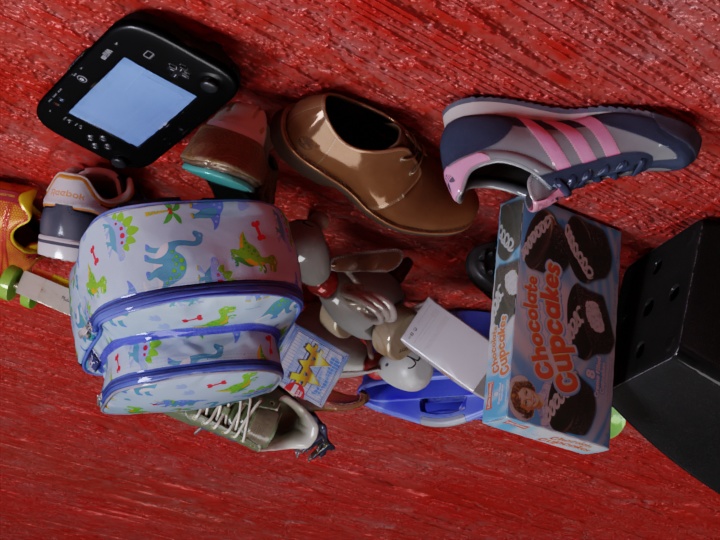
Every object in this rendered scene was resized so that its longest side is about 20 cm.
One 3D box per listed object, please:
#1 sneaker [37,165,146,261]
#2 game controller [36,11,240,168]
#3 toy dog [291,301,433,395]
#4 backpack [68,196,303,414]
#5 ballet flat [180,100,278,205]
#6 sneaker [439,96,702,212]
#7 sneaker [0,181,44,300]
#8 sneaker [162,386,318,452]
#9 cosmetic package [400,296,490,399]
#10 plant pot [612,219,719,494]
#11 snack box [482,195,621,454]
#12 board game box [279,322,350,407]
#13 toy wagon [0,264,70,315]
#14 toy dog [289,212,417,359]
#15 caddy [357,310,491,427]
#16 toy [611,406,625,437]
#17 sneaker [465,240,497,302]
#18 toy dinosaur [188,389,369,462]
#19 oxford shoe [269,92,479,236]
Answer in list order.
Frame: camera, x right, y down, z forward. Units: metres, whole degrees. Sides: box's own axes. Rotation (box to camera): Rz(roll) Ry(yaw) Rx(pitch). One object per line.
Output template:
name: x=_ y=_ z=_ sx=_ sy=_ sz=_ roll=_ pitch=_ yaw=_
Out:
sneaker: x=-0.221 y=-0.050 z=1.306 sx=0.078 sy=0.080 sz=0.200 roll=8 pitch=-177 yaw=10
game controller: x=-0.173 y=-0.134 z=1.122 sx=0.104 sy=0.042 sz=0.200 roll=18 pitch=154 yaw=-28
toy dog: x=-0.022 y=0.068 z=1.485 sx=0.199 sy=0.132 sz=0.097 roll=-12 pitch=132 yaw=28
backpack: x=-0.132 y=0.029 z=1.151 sx=0.181 sy=0.148 sz=0.200 roll=-5 pitch=161 yaw=-15
ballet flat: x=-0.094 y=-0.090 z=1.147 sx=0.067 sy=0.073 sz=0.200 roll=19 pitch=174 yaw=9
sneaker: x=0.159 y=-0.079 z=1.117 sx=0.198 sy=0.083 sz=0.070 roll=3 pitch=158 yaw=5
sneaker: x=-0.328 y=-0.019 z=1.396 sx=0.076 sy=0.074 sz=0.200 roll=9 pitch=158 yaw=-3
sneaker: x=-0.113 y=0.126 z=1.369 sx=0.090 sy=0.067 sz=0.200 roll=30 pitch=-176 yaw=36
cosmetic package: x=0.099 y=0.079 z=1.353 sx=0.082 sy=0.051 sz=0.200 roll=33 pitch=179 yaw=16
plant pot: x=0.330 y=0.067 z=1.305 sx=0.176 sy=0.201 sz=0.200 roll=23 pitch=154 yaw=-14
snack box: x=0.167 y=0.046 z=1.262 sx=0.116 sy=0.202 sz=0.037 roll=18 pitch=157 yaw=-29
board game box: x=-0.119 y=0.052 z=1.405 sx=0.199 sy=0.062 sz=0.200 roll=26 pitch=175 yaw=32
toy wagon: x=-0.250 y=0.042 z=1.389 sx=0.154 sy=0.040 sz=0.200 roll=23 pitch=175 yaw=6
toy dog: x=0.000 y=0.000 z=1.334 sx=0.131 sy=0.097 sz=0.200 roll=28 pitch=165 yaw=14
caddy: x=0.093 y=0.117 z=1.575 sx=0.199 sy=0.106 sz=0.141 roll=-6 pitch=154 yaw=28
toy: x=0.206 y=0.105 z=1.434 sx=0.114 sy=0.048 sz=0.200 roll=14 pitch=-160 yaw=-18
sneaker: x=0.155 y=0.028 z=1.393 sx=0.199 sy=0.067 sz=0.090 roll=20 pitch=153 yaw=-40
toy dinosaur: x=-0.091 y=0.127 z=1.645 sx=0.200 sy=0.182 sz=0.105 roll=-40 pitch=159 yaw=17
oxford shoe: x=0.027 y=-0.082 z=1.163 sx=0.199 sy=0.072 sz=0.071 roll=23 pitch=148 yaw=-33
